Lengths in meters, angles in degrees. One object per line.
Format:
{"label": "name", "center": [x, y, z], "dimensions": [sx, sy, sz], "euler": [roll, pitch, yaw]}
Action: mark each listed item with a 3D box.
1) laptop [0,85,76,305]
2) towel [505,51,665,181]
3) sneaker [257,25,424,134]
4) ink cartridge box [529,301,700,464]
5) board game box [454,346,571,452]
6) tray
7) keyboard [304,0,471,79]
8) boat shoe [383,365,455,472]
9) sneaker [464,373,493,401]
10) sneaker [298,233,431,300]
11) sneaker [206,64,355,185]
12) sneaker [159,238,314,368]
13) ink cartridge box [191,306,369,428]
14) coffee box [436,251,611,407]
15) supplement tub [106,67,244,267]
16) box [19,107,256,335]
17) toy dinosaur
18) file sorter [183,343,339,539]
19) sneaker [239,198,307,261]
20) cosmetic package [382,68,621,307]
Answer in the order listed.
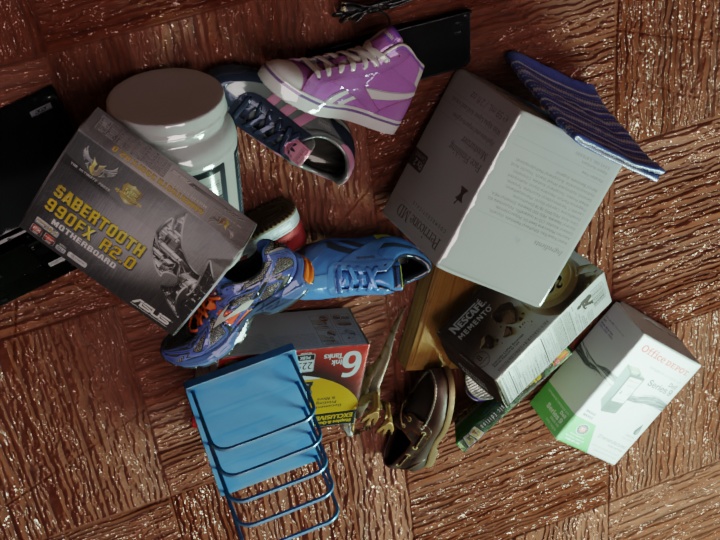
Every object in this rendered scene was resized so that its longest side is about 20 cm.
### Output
{"label": "laptop", "center": [-0.367, -0.074, 1.450], "dimensions": [0.176, 0.104, 0.200], "euler": [-26, 156, -5]}
{"label": "towel", "center": [0.256, -0.183, 1.531], "dimensions": [0.144, 0.200, 0.024], "euler": [19, 117, -32]}
{"label": "sneaker", "center": [-0.015, -0.224, 1.443], "dimensions": [0.200, 0.073, 0.115], "euler": [7, 123, -44]}
{"label": "ink cartridge box", "center": [0.365, 0.162, 1.904], "dimensions": [0.145, 0.084, 0.200], "euler": [25, 110, -36]}
{"label": "board game box", "center": [0.207, 0.162, 1.825], "dimensions": [0.200, 0.105, 0.023], "euler": [-44, 98, 10]}
{"label": "tray", "center": [0.120, 0.040, 1.737], "dimensions": [0.098, 0.037, 0.201], "euler": [-1, 123, -24]}
{"label": "keyboard", "center": [0.032, -0.260, 1.492], "dimensions": [0.199, 0.021, 0.128], "euler": [-17, 135, -14]}
{"label": "boat shoe", "center": [0.078, 0.206, 1.801], "dimensions": [0.070, 0.071, 0.201], "euler": [-1, 134, -15]}
{"label": "sneaker", "center": [0.207, 0.097, 1.802], "dimensions": [0.200, 0.069, 0.100], "euler": [-47, 169, -12]}
{"label": "sneaker", "center": [0.000, 0.000, 1.588], "dimensions": [0.199, 0.078, 0.066], "euler": [-12, 116, -40]}
{"label": "sneaker", "center": [-0.085, -0.159, 1.463], "dimensions": [0.199, 0.082, 0.070], "euler": [21, 124, -29]}
{"label": "sneaker", "center": [-0.151, 0.032, 1.501], "dimensions": [0.200, 0.075, 0.079], "euler": [-39, 125, 4]}
{"label": "ink cartridge box", "center": [-0.104, 0.146, 1.679], "dimensions": [0.198, 0.084, 0.177], "euler": [-5, 126, -22]}
{"label": "coffee box", "center": [0.210, 0.060, 1.703], "dimensions": [0.200, 0.113, 0.080], "euler": [-43, 145, -10]}
{"label": "supplement tub", "center": [-0.197, -0.099, 1.423], "dimensions": [0.139, 0.141, 0.201], "euler": [-13, 128, -15]}
{"label": "box", "center": [-0.227, -0.046, 1.350], "dimensions": [0.199, 0.048, 0.158], "euler": [37, 130, -9]}
{"label": "toy dinosaur", "center": [0.012, 0.153, 1.736], "dimensions": [0.060, 0.107, 0.201], "euler": [9, 127, -33]}
{"label": "file sorter", "center": [-0.111, 0.217, 1.593], "dimensions": [0.138, 0.123, 0.201], "euler": [-20, 132, -10]}
{"label": "sneaker", "center": [-0.148, 0.007, 1.568], "dimensions": [0.199, 0.071, 0.113], "euler": [-27, 127, -7]}
{"label": "cosmetic package", "center": [0.162, -0.096, 1.553], "dimensions": [0.164, 0.165, 0.201], "euler": [21, 104, -30]}
